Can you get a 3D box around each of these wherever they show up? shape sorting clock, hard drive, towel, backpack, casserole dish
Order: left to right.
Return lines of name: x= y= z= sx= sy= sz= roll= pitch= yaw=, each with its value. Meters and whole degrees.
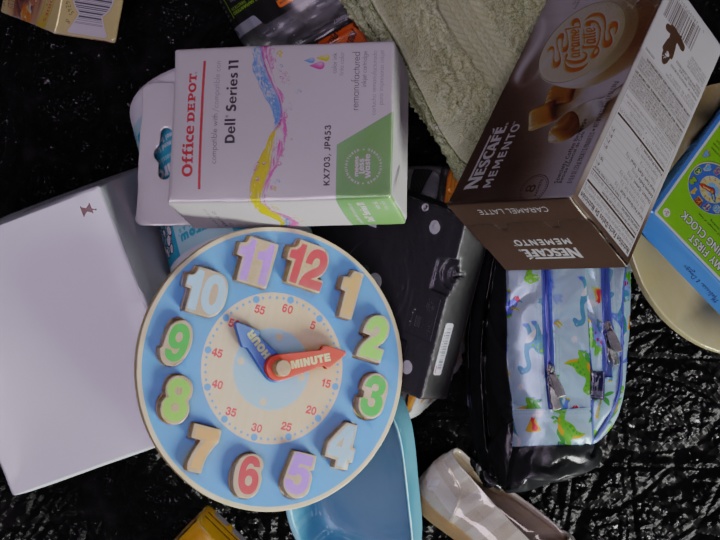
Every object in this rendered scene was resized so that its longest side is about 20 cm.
shape sorting clock: x=-0.062 y=0.069 z=1.503 sx=0.199 sy=0.039 sz=0.201 roll=2 pitch=85 yaw=-23
casserole dish: x=-0.005 y=0.151 z=1.636 sx=0.121 sy=0.039 sz=0.201 roll=12 pitch=124 yaw=31
hard drive: x=0.000 y=0.000 z=1.598 sx=0.199 sy=0.038 sz=0.140 roll=21 pitch=101 yaw=39
towel: x=0.078 y=-0.179 z=1.561 sx=0.148 sy=0.036 sz=0.200 roll=-42 pitch=114 yaw=-19
backpack: x=0.137 y=0.050 z=1.592 sx=0.153 sy=0.163 sz=0.201 roll=-15 pitch=89 yaw=0
shape sorting clock: x=0.279 y=-0.038 z=1.572 sx=0.199 sy=0.039 sz=0.201 roll=3 pitch=83 yaw=-26

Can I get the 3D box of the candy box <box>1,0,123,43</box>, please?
candy box: x=-0.209 y=-0.279 z=1.594 sx=0.055 sy=0.115 sz=0.201 roll=7 pitch=101 yaw=-32

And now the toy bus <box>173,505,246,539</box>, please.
toy bus: x=-0.074 y=0.281 z=1.678 sx=0.200 sy=0.078 sz=0.065 roll=44 pitch=100 yaw=-1

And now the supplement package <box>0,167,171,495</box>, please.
supplement package: x=-0.204 y=0.038 z=1.598 sx=0.146 sy=0.200 sz=0.192 roll=-20 pitch=95 yaw=9

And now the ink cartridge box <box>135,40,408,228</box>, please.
ink cartridge box: x=-0.069 y=-0.094 z=1.501 sx=0.199 sy=0.067 sz=0.118 roll=-2 pitch=76 yaw=11

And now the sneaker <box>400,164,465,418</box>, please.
sneaker: x=0.044 y=0.014 z=1.635 sx=0.077 sy=0.078 sz=0.201 roll=11 pitch=96 yaw=19

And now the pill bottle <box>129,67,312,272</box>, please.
pill bottle: x=-0.098 y=-0.048 z=1.588 sx=0.110 sy=0.111 sz=0.201 roll=-20 pitch=73 yaw=9

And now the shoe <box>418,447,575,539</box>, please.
shoe: x=0.128 y=0.213 z=1.648 sx=0.200 sy=0.070 sz=0.053 roll=38 pitch=109 yaw=3

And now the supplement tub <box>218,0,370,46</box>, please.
supplement tub: x=-0.061 y=-0.244 z=1.580 sx=0.122 sy=0.123 sz=0.201 roll=-28 pitch=94 yaw=10

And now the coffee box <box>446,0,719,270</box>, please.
coffee box: x=0.160 y=-0.102 z=1.508 sx=0.080 sy=0.114 sz=0.201 roll=47 pitch=58 yaw=-34
